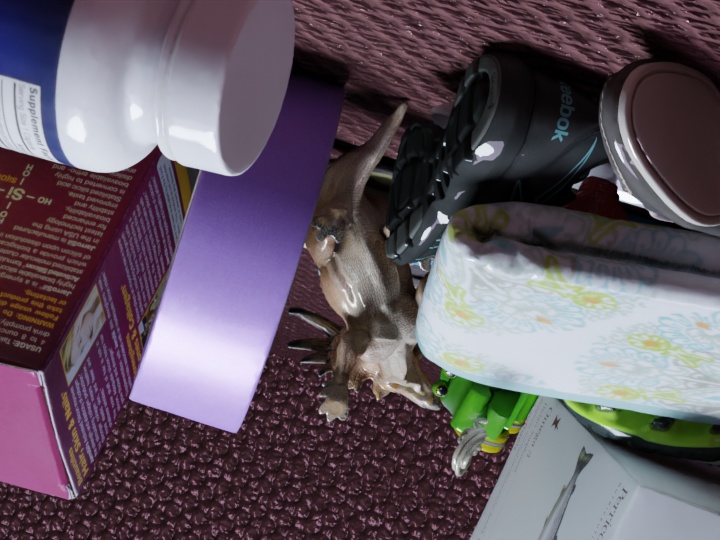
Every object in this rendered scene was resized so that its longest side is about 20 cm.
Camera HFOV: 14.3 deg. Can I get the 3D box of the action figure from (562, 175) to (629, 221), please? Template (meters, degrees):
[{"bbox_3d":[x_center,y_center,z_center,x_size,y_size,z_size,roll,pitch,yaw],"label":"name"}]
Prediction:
[{"bbox_3d":[0.147,-0.001,1.531,0.199,0.066,0.099,21,164,-31],"label":"action figure"}]

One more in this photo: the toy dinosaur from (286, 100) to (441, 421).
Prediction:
[{"bbox_3d":[0.000,0.000,1.626,0.085,0.201,0.136,-9,-164,-9],"label":"toy dinosaur"}]

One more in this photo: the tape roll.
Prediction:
[{"bbox_3d":[-0.068,-0.015,1.590,0.065,0.201,0.200,17,174,-5],"label":"tape roll"}]

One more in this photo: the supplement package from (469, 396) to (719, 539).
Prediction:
[{"bbox_3d":[0.151,0.155,1.586,0.117,0.117,0.200,22,-172,-17],"label":"supplement package"}]

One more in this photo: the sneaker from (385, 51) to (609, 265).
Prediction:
[{"bbox_3d":[0.067,-0.044,1.424,0.079,0.076,0.200,11,162,-15],"label":"sneaker"}]

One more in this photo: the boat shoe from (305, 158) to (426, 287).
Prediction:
[{"bbox_3d":[0.038,-0.022,1.818,0.199,0.074,0.065,13,173,-12],"label":"boat shoe"}]

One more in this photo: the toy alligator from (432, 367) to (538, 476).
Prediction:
[{"bbox_3d":[0.064,0.062,1.552,0.054,0.059,0.200,32,-160,10],"label":"toy alligator"}]

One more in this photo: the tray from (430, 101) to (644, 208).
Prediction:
[{"bbox_3d":[0.136,-0.055,1.500,0.199,0.022,0.107,17,175,7],"label":"tray"}]

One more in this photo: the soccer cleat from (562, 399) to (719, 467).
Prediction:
[{"bbox_3d":[0.205,0.088,1.555,0.199,0.068,0.081,9,146,5],"label":"soccer cleat"}]

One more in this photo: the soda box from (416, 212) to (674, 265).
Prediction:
[{"bbox_3d":[0.119,-0.012,1.740,0.199,0.064,0.068,18,174,-2],"label":"soda box"}]

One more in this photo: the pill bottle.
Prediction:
[{"bbox_3d":[-0.137,-0.111,1.310,0.199,0.120,0.120,15,174,16],"label":"pill bottle"}]

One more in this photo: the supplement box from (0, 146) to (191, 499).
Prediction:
[{"bbox_3d":[-0.182,0.011,1.691,0.103,0.201,0.131,14,144,15],"label":"supplement box"}]

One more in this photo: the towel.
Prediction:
[{"bbox_3d":[0.131,0.021,1.434,0.199,0.048,0.171,10,158,-2],"label":"towel"}]

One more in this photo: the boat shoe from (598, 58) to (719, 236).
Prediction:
[{"bbox_3d":[0.148,-0.049,1.308,0.057,0.067,0.200,4,170,34],"label":"boat shoe"}]

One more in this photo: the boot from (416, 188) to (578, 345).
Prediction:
[{"bbox_3d":[0.138,0.024,1.659,0.154,0.074,0.200,27,145,-10],"label":"boot"}]

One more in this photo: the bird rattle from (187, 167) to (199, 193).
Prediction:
[{"bbox_3d":[-0.149,-0.053,1.844,0.199,0.113,0.163,30,160,-6],"label":"bird rattle"}]
